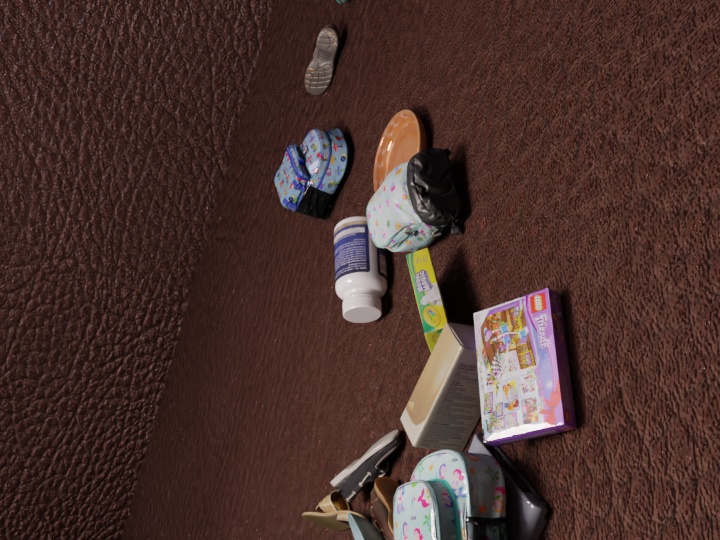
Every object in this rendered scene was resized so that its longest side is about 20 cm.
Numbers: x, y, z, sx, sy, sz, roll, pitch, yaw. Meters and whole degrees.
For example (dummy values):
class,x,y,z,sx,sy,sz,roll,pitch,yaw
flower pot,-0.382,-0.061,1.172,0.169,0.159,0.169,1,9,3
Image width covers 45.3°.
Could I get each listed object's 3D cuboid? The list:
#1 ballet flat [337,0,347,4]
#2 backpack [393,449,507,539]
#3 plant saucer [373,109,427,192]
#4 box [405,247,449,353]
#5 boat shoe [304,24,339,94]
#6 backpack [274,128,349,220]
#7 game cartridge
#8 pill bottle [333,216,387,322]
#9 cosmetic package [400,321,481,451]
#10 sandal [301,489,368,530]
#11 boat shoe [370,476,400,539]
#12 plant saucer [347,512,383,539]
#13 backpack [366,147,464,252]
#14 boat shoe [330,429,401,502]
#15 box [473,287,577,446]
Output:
class,x,y,z,sx,sy,sz,roll,pitch,yaw
ballet flat,-0.057,-0.770,2.314,0.075,0.073,0.201,-66,29,26
backpack,0.131,0.363,1.249,0.177,0.148,0.204,-33,46,59
plant saucer,0.086,-0.230,1.791,0.200,0.037,0.204,-36,49,56
box,0.128,0.077,1.492,0.118,0.047,0.202,67,-173,-49
boat shoe,-0.094,-0.563,2.305,0.074,0.073,0.202,-68,3,-51
backpack,-0.113,-0.256,2.130,0.202,0.132,0.184,-58,32,33
game cartridge,0.203,0.355,1.299,0.135,0.041,0.200,-69,26,14
pill bottle,0.000,0.000,1.797,0.111,0.109,0.204,-43,42,52
cosmetic package,0.152,0.190,1.395,0.203,0.103,0.071,-66,29,23
sandal,-0.041,0.485,1.764,0.210,0.077,0.071,-20,41,56
boat shoe,0.065,0.450,1.526,0.200,0.069,0.072,-122,44,-66
plant saucer,0.033,0.517,1.528,0.202,0.038,0.203,90,155,-63
backpack,0.098,-0.119,1.615,0.200,0.124,0.170,134,136,-55
boat shoe,0.020,0.379,1.658,0.061,0.074,0.200,50,119,8
box,0.236,0.142,1.255,0.135,0.039,0.204,-22,58,38
